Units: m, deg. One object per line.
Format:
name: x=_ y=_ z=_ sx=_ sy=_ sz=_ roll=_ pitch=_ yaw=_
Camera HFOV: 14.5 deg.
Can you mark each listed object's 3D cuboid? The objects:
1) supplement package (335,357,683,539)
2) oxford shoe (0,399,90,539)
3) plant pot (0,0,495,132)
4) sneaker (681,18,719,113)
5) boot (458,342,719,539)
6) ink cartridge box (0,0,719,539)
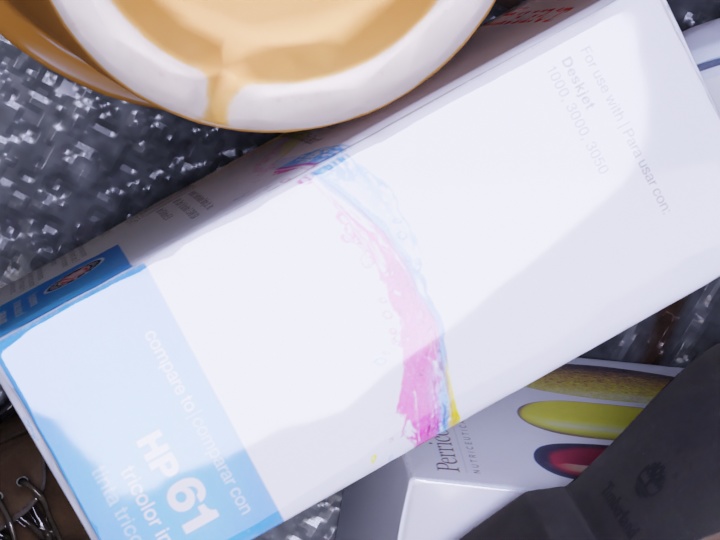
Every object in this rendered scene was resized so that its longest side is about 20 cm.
supplement package: x=0.097 y=0.100 z=0.904 sx=0.199 sy=0.114 sz=0.110 roll=6 pitch=111 yaw=-10
oxford shoe: x=-0.104 y=0.081 z=0.886 sx=0.200 sy=0.084 sz=0.073 roll=-27 pitch=110 yaw=1
plant pot: x=-0.033 y=-0.124 z=0.764 sx=0.200 sy=0.183 sz=0.201 roll=-3 pitch=111 yaw=-7
sneaker: x=0.174 y=-0.024 z=0.814 sx=0.200 sy=0.071 sz=0.073 roll=11 pitch=138 yaw=13
boot: x=0.110 y=0.075 z=0.809 sx=0.200 sy=0.074 sz=0.075 roll=-34 pitch=123 yaw=12
ink cartridge box: x=0.000 y=0.000 z=0.792 sx=0.200 sy=0.145 sz=0.085 roll=-30 pitch=97 yaw=-4
